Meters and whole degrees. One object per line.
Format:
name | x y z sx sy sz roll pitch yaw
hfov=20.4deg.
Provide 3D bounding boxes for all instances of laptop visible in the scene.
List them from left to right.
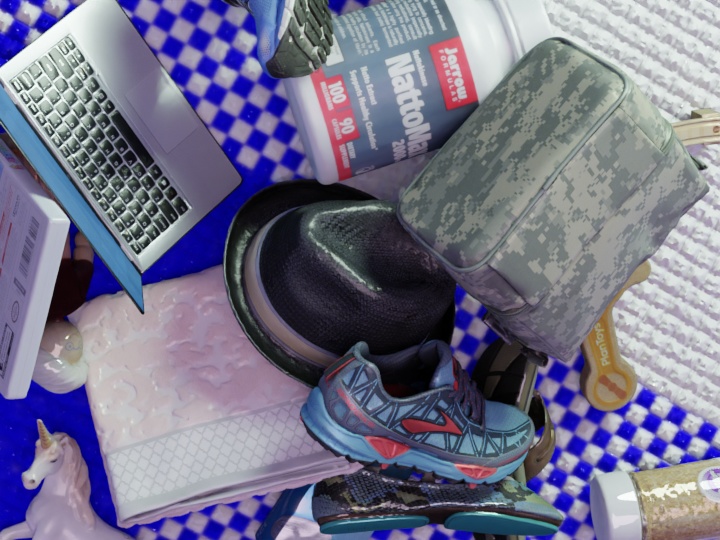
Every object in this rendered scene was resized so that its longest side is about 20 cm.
laptop | -0.174 -0.093 1.461 0.200 0.116 0.188 -44 107 -32

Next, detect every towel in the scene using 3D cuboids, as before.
towel | -0.113 0.087 1.545 0.199 0.032 0.192 -14 67 -4

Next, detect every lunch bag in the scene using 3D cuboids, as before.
lunch bag | 0.150 -0.043 1.469 0.200 0.139 0.168 -50 125 1

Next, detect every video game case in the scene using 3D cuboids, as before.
video game case | -0.270 -0.020 1.438 0.018 0.200 0.144 0 119 -35

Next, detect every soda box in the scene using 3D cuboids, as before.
soda box | -0.003 0.158 1.610 0.068 0.064 0.200 32 95 -13

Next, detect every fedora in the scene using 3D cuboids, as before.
fedora | 0.000 0.000 1.518 0.200 0.092 0.201 13 62 -25

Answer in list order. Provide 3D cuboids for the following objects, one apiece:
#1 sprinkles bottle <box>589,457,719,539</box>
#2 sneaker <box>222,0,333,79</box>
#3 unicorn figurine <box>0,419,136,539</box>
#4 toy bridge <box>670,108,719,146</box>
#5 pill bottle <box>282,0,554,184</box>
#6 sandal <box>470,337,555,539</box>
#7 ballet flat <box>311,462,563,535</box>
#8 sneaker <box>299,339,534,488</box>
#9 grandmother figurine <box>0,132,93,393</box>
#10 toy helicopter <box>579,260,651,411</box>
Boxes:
sprinkles bottle | 0.293 0.188 1.655 0.199 0.068 0.069 -8 103 -7
sneaker | -0.074 -0.210 1.474 0.089 0.201 0.079 -17 137 9
unicorn figurine | -0.232 0.216 1.593 0.200 0.074 0.138 39 85 -28
toy bridge | 0.190 -0.104 1.579 0.199 0.067 0.027 -5 103 -7
pill bottle | 0.045 -0.150 1.522 0.199 0.120 0.120 -19 104 -4
sandal | 0.126 0.143 1.626 0.057 0.080 0.202 -8 112 -23
ballet flat | 0.061 0.170 1.558 0.199 0.074 0.075 3 102 -12
sneaker | 0.059 0.101 1.493 0.199 0.079 0.096 9 121 -33
grandmother figurine | -0.242 -0.006 1.519 0.121 0.060 0.201 -11 95 -42
toy helicopter | 0.173 0.029 1.604 0.132 0.079 0.201 -21 115 -8
